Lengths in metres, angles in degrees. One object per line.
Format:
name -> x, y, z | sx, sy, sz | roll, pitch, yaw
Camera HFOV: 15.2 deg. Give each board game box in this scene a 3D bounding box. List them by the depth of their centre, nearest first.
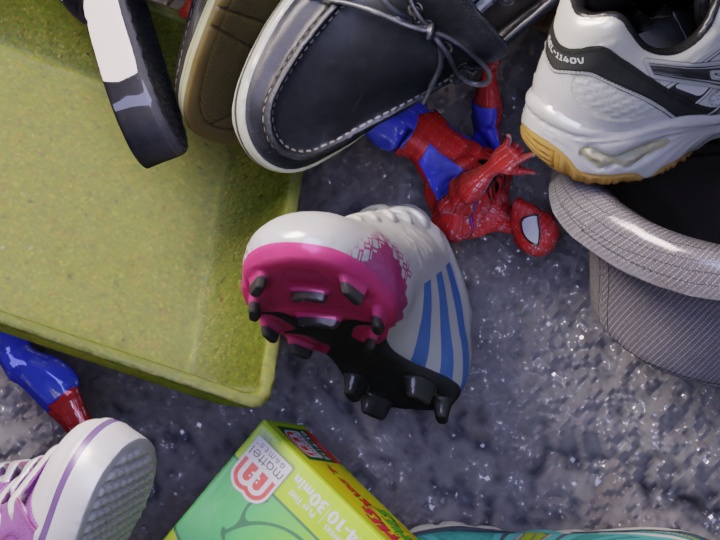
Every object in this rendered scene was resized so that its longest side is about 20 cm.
board game box -> -0.062, 0.174, 1.186 | 0.102, 0.048, 0.200 | 43, 100, 20

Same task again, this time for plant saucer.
plant saucer -> -0.128, -0.039, 1.191 | 0.200, 0.048, 0.200 | 20, 51, -16

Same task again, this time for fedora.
fedora -> 0.178, -0.010, 1.194 | 0.200, 0.177, 0.090 | -14, 126, -27

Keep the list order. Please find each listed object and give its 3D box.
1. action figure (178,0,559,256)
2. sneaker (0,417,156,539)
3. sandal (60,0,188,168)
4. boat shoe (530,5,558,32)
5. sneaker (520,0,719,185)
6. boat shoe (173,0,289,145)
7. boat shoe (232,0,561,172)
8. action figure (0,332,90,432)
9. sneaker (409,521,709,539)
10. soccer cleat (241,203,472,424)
action figure -> 0.022, -0.086, 1.215 | 0.200, 0.099, 0.065 | 41, 50, -1
sneaker -> -0.161, 0.107, 1.161 | 0.114, 0.201, 0.073 | 36, 51, 6
sandal -> -0.125, -0.136, 1.187 | 0.043, 0.076, 0.200 | -20, 65, 6
boat shoe -> 0.096, -0.140, 1.225 | 0.200, 0.065, 0.071 | 8, 112, -25
sneaker -> 0.159, -0.102, 1.169 | 0.200, 0.088, 0.076 | -22, 43, -36
boat shoe -> -0.030, -0.153, 1.170 | 0.072, 0.066, 0.201 | 14, 107, -36
boat shoe -> 0.030, -0.112, 1.136 | 0.200, 0.062, 0.075 | -38, 119, 0
action figure -> -0.194, 0.023, 1.222 | 0.099, 0.065, 0.200 | -26, 84, -10
sneaker -> 0.071, 0.145, 1.202 | 0.200, 0.080, 0.078 | -9, 84, 1
soccer cleat -> 0.000, 0.000, 1.168 | 0.070, 0.200, 0.086 | 2, 70, 18
